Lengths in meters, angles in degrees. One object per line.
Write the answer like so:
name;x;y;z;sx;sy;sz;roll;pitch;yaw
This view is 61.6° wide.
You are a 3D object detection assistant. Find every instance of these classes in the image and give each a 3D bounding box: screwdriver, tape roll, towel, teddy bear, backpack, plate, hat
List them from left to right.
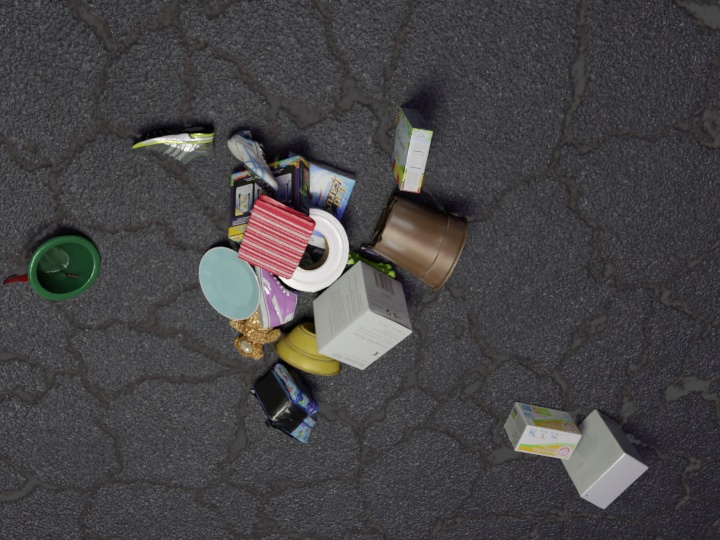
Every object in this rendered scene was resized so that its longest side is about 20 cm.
hat;-0.793;-0.031;1.539;0.197;0.174;0.170;-19;123;-40
plate;-0.338;0.032;1.580;0.196;0.026;0.205;11;115;24
teddy bear;-0.285;0.156;1.660;0.144;0.067;0.200;40;105;-20
towel;-0.193;-0.071;1.374;0.142;0.023;0.201;24;133;-7
backpack;-0.195;0.389;1.728;0.135;0.182;0.200;-44;128;-2
tape roll;-0.129;-0.054;1.491;0.197;0.071;0.208;-3;101;-13
screwdriver;0.090;-0.036;1.624;0.195;0.029;0.028;17;114;-8

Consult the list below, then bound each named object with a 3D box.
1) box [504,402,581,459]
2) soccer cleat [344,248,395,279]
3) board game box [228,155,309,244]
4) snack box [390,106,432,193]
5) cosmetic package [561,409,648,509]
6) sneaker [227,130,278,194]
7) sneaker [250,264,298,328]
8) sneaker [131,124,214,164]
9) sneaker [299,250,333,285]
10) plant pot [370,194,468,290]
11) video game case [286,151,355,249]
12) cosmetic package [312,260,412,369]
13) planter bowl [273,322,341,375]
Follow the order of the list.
box;0.573;0.505;1.903;0.195;0.113;0.103;13;115;-14
soccer cleat;0.000;0.000;1.617;0.196;0.068;0.082;20;119;-17
board game box;-0.214;-0.164;1.426;0.195;0.170;0.057;-10;161;23
snack box;0.115;-0.285;1.411;0.052;0.201;0.145;7;116;-9
cosmetic package;0.761;0.598;1.920;0.121;0.201;0.201;30;110;-19
sneaker;-0.240;-0.256;1.400;0.072;0.201;0.072;-36;151;-5
sneaker;-0.227;0.042;1.602;0.112;0.072;0.206;-12;97;-20
sneaker;-0.437;-0.288;1.423;0.194;0.074;0.083;-5;120;-2
sneaker;-0.141;-0.013;1.587;0.197;0.077;0.087;25;74;-32
plant pot;0.140;-0.082;1.528;0.194;0.201;0.203;23;112;-9
video game case;-0.129;-0.172;1.528;0.177;0.046;0.204;17;113;-15
cosmetic package;0.002;0.120;1.577;0.165;0.169;0.199;26;127;-35
planter bowl;-0.129;0.196;1.633;0.196;0.201;0.085;18;102;-14
